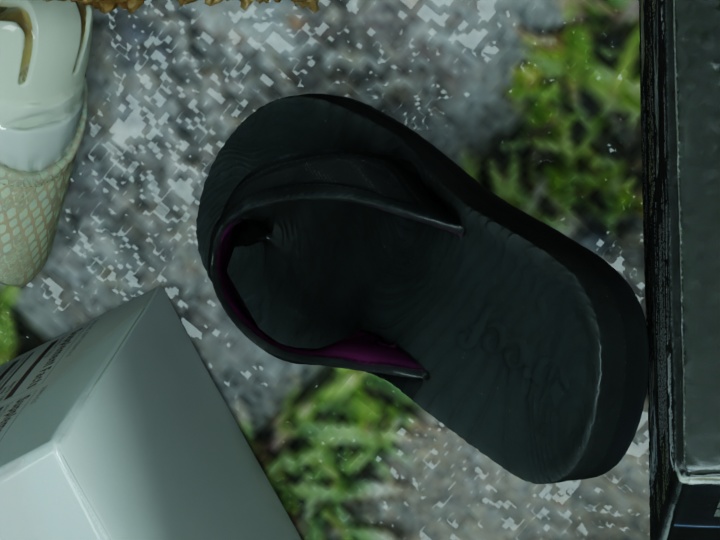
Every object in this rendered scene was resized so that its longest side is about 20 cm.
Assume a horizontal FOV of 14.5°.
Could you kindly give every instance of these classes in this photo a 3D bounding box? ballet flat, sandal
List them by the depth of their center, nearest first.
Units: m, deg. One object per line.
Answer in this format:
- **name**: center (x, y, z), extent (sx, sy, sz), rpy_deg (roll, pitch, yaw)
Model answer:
- **sandal**: center (0.000, -0.001, 0.755), extent (0.048, 0.200, 0.076), rpy_deg (-2, 105, -33)
- **ballet flat**: center (-0.107, -0.089, 0.796), extent (0.062, 0.067, 0.201), rpy_deg (3, 108, 43)

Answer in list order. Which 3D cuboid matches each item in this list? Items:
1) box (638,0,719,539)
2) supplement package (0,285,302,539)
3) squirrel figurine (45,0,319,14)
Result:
- **box**: center (0.114, -0.033, 0.700), extent (0.086, 0.164, 0.201), rpy_deg (-1, 77, 3)
- **supplement package**: center (-0.119, 0.130, 0.815), extent (0.199, 0.151, 0.152), rpy_deg (-26, 101, 13)
- **squirrel figurine**: center (-0.016, -0.143, 0.714), extent (0.141, 0.187, 0.201), rpy_deg (27, 106, -1)
